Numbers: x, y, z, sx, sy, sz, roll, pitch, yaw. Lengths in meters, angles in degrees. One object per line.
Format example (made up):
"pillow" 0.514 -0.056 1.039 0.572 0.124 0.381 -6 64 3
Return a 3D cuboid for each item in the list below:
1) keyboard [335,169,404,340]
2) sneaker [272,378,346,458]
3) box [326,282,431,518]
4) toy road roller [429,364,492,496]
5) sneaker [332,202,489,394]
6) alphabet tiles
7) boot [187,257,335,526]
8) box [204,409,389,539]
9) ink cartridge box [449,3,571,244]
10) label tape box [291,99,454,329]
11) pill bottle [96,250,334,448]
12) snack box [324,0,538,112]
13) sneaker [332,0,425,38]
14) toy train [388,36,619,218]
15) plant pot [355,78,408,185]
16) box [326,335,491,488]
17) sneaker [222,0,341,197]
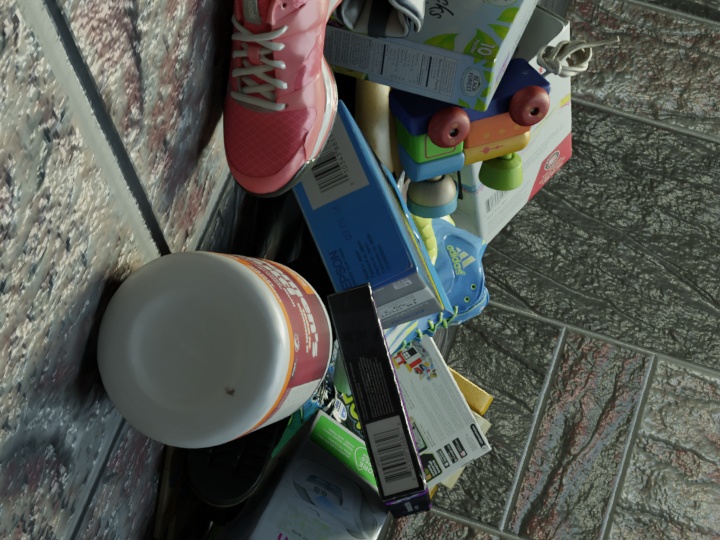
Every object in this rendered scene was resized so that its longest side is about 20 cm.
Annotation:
"keyboard" 0.000 0.000 1.089 0.056 0.011 0.200 105 9 -55
"sneaker" -0.050 0.099 1.123 0.079 0.089 0.200 -62 163 -50
"box" 0.016 0.102 0.928 0.200 0.036 0.143 70 4 -75
"toy road roller" 0.017 0.126 1.283 0.123 0.200 0.146 -57 -159 -4
"sneaker" 0.052 0.029 1.102 0.076 0.105 0.200 100 13 -62
"alphabet tiles" -0.118 0.110 1.001 0.166 0.006 0.200 -57 162 -60
"boot" -0.081 0.098 1.005 0.200 0.077 0.138 -60 175 -22
"box" -0.072 0.244 1.030 0.200 0.097 0.177 -50 -174 39
"ink cartridge box" 0.122 -0.140 1.197 0.146 0.083 0.200 -44 151 -18
"label tape box" 0.006 -0.031 1.001 0.200 0.063 0.144 46 20 -74
"pill bottle" -0.078 0.045 0.790 0.200 0.109 0.110 6 102 -81
"snack box" 0.062 -0.214 1.032 0.200 0.142 0.053 -63 167 -47
"sneaker" 0.031 -0.241 0.959 0.202 0.077 0.146 1 95 -71
"toy train" 0.123 -0.117 1.053 0.085 0.200 0.116 -124 -156 -46
"plant pot" 0.029 -0.157 1.160 0.200 0.027 0.200 4 90 -77
"box" 0.027 0.106 1.183 0.110 0.200 0.035 -30 -170 -10
"sneaker" -0.055 -0.144 0.763 0.087 0.074 0.200 -3 107 -66
